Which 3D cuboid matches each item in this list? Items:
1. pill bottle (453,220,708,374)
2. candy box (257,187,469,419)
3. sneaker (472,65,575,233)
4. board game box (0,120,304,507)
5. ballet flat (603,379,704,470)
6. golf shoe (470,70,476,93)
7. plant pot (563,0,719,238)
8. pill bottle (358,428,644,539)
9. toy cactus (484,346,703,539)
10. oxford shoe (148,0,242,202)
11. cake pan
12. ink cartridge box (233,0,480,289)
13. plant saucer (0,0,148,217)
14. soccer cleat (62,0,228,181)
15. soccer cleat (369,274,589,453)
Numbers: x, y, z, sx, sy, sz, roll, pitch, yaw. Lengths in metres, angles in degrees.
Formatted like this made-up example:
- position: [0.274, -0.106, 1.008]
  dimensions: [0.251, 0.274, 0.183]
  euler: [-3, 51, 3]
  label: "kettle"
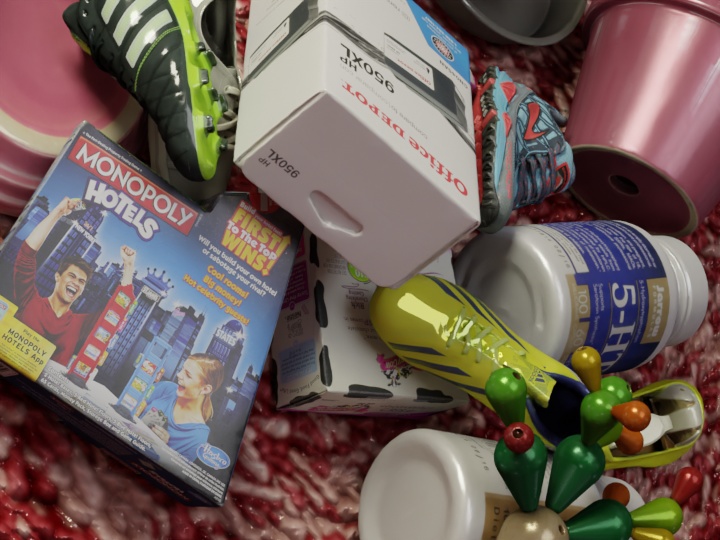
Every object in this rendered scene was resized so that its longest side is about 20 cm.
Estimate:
- position: [0.174, 0.022, 1.306]
  dimensions: [0.199, 0.119, 0.121]
  euler: [-5, 77, -42]
  label: "pill bottle"
- position: [0.000, 0.000, 1.200]
  dimensions: [0.136, 0.061, 0.202]
  euler: [9, 68, -40]
  label: "candy box"
- position: [0.123, -0.088, 1.278]
  dimensions: [0.095, 0.080, 0.200]
  euler: [24, 33, -7]
  label: "sneaker"
- position: [-0.126, 0.010, 1.051]
  dimensions: [0.200, 0.062, 0.201]
  euler: [37, 68, -20]
  label: "board game box"
- position: [0.233, 0.125, 1.356]
  dimensions: [0.199, 0.067, 0.067]
  euler: [-9, 80, -43]
  label: "ballet flat"
- position: [0.008, -0.178, 1.269]
  dimensions: [0.199, 0.075, 0.092]
  euler: [14, 62, -39]
  label: "golf shoe"
- position: [0.257, -0.134, 1.405]
  dimensions: [0.200, 0.200, 0.180]
  euler: [39, 68, -24]
  label: "plant pot"
- position: [0.106, 0.180, 1.190]
  dimensions: [0.199, 0.114, 0.115]
  euler: [14, 65, -38]
  label: "pill bottle"
- position: [0.139, 0.147, 1.092]
  dimensions: [0.200, 0.102, 0.166]
  euler: [40, 80, -42]
  label: "toy cactus"
- position: [-0.103, -0.099, 1.114]
  dimensions: [0.075, 0.057, 0.202]
  euler: [-26, 115, -71]
  label: "oxford shoe"
- position: [0.112, -0.277, 1.421]
  dimensions: [0.199, 0.037, 0.202]
  euler: [16, 64, -36]
  label: "cake pan"
- position: [0.000, -0.108, 1.106]
  dimensions: [0.144, 0.084, 0.201]
  euler: [38, 31, -27]
  label: "ink cartridge box"
- position: [-0.209, -0.135, 1.073]
  dimensions: [0.200, 0.051, 0.202]
  euler: [16, 64, -36]
  label: "plant saucer"
- position: [-0.135, -0.137, 1.044]
  dimensions: [0.068, 0.081, 0.201]
  euler: [61, 11, -67]
  label: "soccer cleat"
- position: [0.093, 0.063, 1.151]
  dimensions: [0.200, 0.084, 0.065]
  euler: [35, 82, -27]
  label: "soccer cleat"
